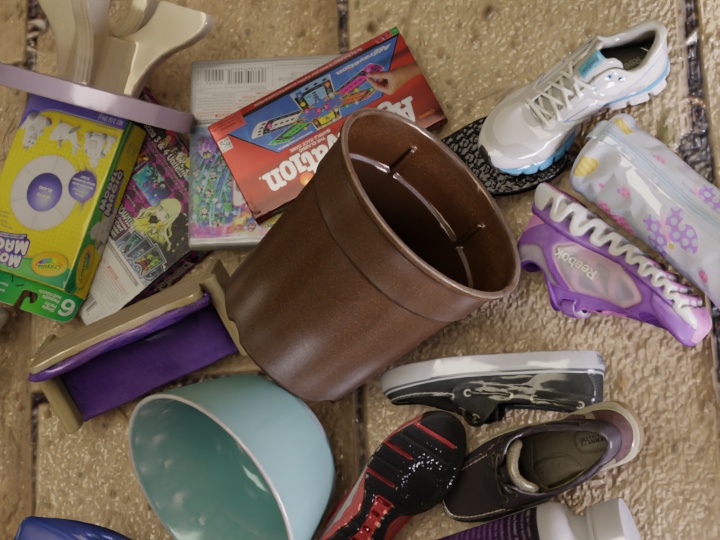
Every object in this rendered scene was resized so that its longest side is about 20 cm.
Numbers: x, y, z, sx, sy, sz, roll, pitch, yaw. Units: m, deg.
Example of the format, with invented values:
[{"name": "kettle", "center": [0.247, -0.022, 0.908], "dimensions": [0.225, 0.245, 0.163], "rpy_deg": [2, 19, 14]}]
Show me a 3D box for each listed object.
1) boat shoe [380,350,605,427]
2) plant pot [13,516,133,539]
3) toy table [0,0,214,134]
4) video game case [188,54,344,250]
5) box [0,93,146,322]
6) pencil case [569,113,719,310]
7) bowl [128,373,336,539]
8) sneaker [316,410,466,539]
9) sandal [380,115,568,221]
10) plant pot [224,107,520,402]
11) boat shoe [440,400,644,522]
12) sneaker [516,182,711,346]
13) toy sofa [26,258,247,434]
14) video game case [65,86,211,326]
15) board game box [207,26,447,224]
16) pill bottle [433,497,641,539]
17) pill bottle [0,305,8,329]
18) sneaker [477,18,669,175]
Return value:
[{"name": "boat shoe", "center": [0.114, 0.105, 1.554], "dimensions": [0.199, 0.069, 0.057], "rpy_deg": [-6, 76, 15]}, {"name": "plant pot", "center": [-0.214, 0.339, 1.545], "dimensions": [0.179, 0.200, 0.201], "rpy_deg": [19, 83, 16]}, {"name": "toy table", "center": [-0.239, -0.207, 1.667], "dimensions": [0.199, 0.184, 0.118], "rpy_deg": [16, 94, 4]}, {"name": "video game case", "center": [-0.061, -0.111, 1.670], "dimensions": [0.199, 0.024, 0.183], "rpy_deg": [-2, 76, 6]}, {"name": "box", "center": [-0.294, -0.059, 1.706], "dimensions": [0.117, 0.048, 0.201], "rpy_deg": [16, 84, 22]}, {"name": "pencil case", "center": [0.271, -0.048, 1.524], "dimensions": [0.200, 0.091, 0.083], "rpy_deg": [42, 93, 24]}, {"name": "bowl", "center": [-0.098, 0.170, 1.562], "dimensions": [0.201, 0.201, 0.105], "rpy_deg": [37, 50, 23]}, {"name": "sneaker", "center": [0.012, 0.199, 1.558], "dimensions": [0.074, 0.087, 0.200], "rpy_deg": [39, 88, -11]}, {"name": "sandal", "center": [0.092, -0.090, 1.621], "dimensions": [0.199, 0.045, 0.076], "rpy_deg": [-15, 75, 16]}, {"name": "plant pot", "center": [0.000, 0.000, 1.543], "dimensions": [0.198, 0.200, 0.201], "rpy_deg": [-43, 66, 29]}, {"name": "boat shoe", "center": [0.142, 0.164, 1.508], "dimensions": [0.199, 0.065, 0.072], "rpy_deg": [-24, 80, 31]}, {"name": "sneaker", "center": [0.210, 0.012, 1.543], "dimensions": [0.200, 0.080, 0.089], "rpy_deg": [39, 98, 28]}, {"name": "toy sofa", "center": [-0.200, 0.074, 1.640], "dimensions": [0.199, 0.098, 0.083], "rpy_deg": [-24, 105, 12]}, {"name": "video game case", "center": [-0.236, -0.065, 1.732], "dimensions": [0.181, 0.036, 0.200], "rpy_deg": [-40, 68, 6]}, {"name": "board game box", "center": [-0.031, -0.134, 1.650], "dimensions": [0.199, 0.019, 0.103], "rpy_deg": [-28, 76, -1]}, {"name": "pill bottle", "center": [0.135, 0.258, 1.485], "dimensions": [0.199, 0.111, 0.112], "rpy_deg": [-21, 71, 14]}, {"name": "pill bottle", "center": [-0.430, 0.103, 1.719], "dimensions": [0.109, 0.110, 0.201], "rpy_deg": [32, 89, 23]}, {"name": "sneaker", "center": [0.185, -0.160, 1.553], "dimensions": [0.200, 0.087, 0.075], "rpy_deg": [-35, 72, -11]}]
